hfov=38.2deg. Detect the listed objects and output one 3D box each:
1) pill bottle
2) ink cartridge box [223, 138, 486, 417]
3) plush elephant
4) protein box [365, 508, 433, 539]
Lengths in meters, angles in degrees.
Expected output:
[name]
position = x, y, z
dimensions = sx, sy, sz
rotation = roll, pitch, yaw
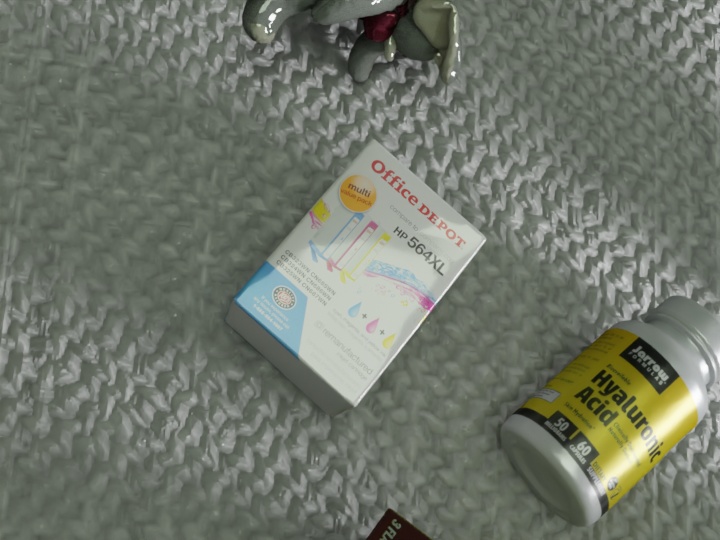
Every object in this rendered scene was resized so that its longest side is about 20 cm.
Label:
[pill bottle]
position = 0.225, 0.114, 0.892
dimensions = 0.199, 0.111, 0.112
rotation = -39, 88, -16
[ink cartridge box]
position = 0.000, 0.000, 0.865
dimensions = 0.128, 0.125, 0.201
rotation = 40, 75, 0
[plush elephant]
position = 0.017, -0.238, 0.915
dimensions = 0.198, 0.166, 0.156
rotation = -24, 124, 17
[protein box]
position = 0.071, 0.305, 0.748
dimensions = 0.197, 0.201, 0.136
rotation = 32, 73, 22
